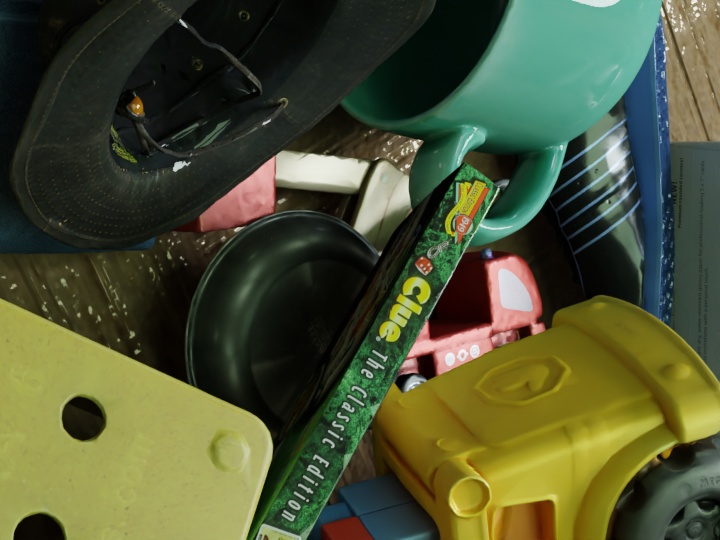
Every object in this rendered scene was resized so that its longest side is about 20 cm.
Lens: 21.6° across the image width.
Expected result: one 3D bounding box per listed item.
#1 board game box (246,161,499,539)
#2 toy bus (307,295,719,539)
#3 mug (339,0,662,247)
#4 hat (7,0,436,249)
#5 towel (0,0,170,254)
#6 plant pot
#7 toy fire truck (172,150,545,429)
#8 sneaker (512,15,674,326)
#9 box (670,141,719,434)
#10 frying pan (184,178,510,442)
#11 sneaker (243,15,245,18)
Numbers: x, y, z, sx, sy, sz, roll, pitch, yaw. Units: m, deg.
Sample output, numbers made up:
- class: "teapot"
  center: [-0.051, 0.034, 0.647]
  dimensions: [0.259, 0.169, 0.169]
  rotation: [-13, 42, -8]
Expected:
- class: "board game box"
  center: [-0.011, 0.056, 0.759]
  dimensions: [0.023, 0.105, 0.201]
  rotation: [32, 72, -8]
- class: "toy bus"
  center: [0.062, 0.135, 0.782]
  dimensions: [0.190, 0.136, 0.202]
  rotation: [-16, 113, -17]
- class: "mug"
  center: [0.060, -0.117, 0.876]
  dimensions: [0.114, 0.152, 0.187]
  rotation: [9, 109, -39]
- class: "hat"
  center: [-0.066, -0.103, 0.738]
  dimensions: [0.199, 0.201, 0.081]
  rotation: [-21, 63, -34]
- class: "towel"
  center: [-0.165, -0.064, 0.766]
  dimensions: [0.199, 0.048, 0.113]
  rotation: [2, 92, -37]
- class: "plant pot"
  center: [-0.138, 0.106, 0.668]
  dimensions: [0.199, 0.176, 0.202]
  rotation: [26, 66, -19]
- class: "toy fire truck"
  center: [0.000, 0.000, 0.893]
  dimensions: [0.199, 0.049, 0.143]
  rotation: [-14, 101, -36]
- class: "sneaker"
  center: [0.119, -0.041, 0.966]
  dimensions: [0.070, 0.077, 0.202]
  rotation: [-24, 111, -73]
- class: "box"
  center: [0.218, 0.012, 0.964]
  dimensions: [0.041, 0.199, 0.158]
  rotation: [-2, 94, -43]
- class: "frying pan"
  center: [0.006, 0.026, 0.853]
  dimensions: [0.189, 0.031, 0.116]
  rotation: [-10, 99, -33]
- class: "sneaker"
  center: [-0.012, -0.199, 0.840]
  dimensions: [0.146, 0.080, 0.202]
  rotation: [-41, 146, -45]
